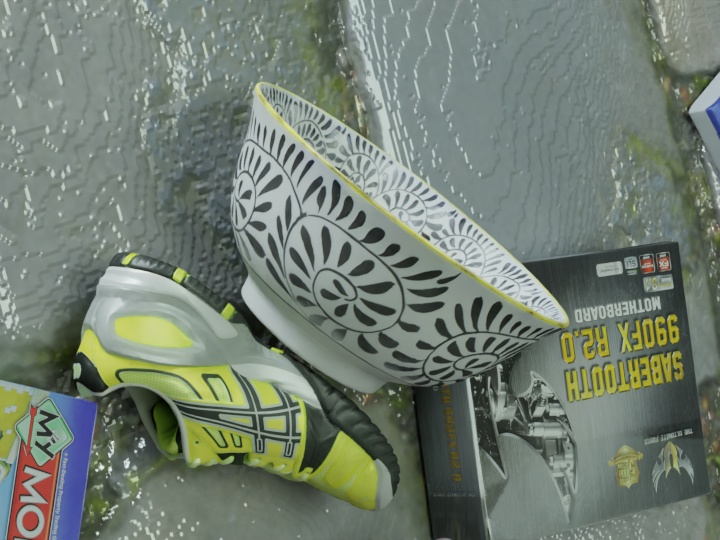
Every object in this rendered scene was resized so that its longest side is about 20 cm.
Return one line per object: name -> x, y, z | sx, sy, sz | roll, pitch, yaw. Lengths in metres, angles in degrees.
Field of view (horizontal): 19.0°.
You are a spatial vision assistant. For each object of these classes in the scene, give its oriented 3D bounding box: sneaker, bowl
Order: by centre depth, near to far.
sneaker -> -0.065, 0.072, 1.089 | 0.200, 0.075, 0.076 | 37, 74, -25
bowl -> 0.000, 0.000, 1.103 | 0.201, 0.201, 0.094 | 32, 100, -35

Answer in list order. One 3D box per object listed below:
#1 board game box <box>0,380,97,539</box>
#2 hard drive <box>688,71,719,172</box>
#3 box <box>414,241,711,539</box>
board game box -> -0.194, 0.146, 0.980 | 0.135, 0.029, 0.200 | 17, 74, -39
hard drive -> 0.304, -0.063, 1.464 | 0.132, 0.025, 0.200 | -48, 116, -36
box -> 0.118, 0.070, 1.262 | 0.200, 0.048, 0.159 | -6, 89, -42
